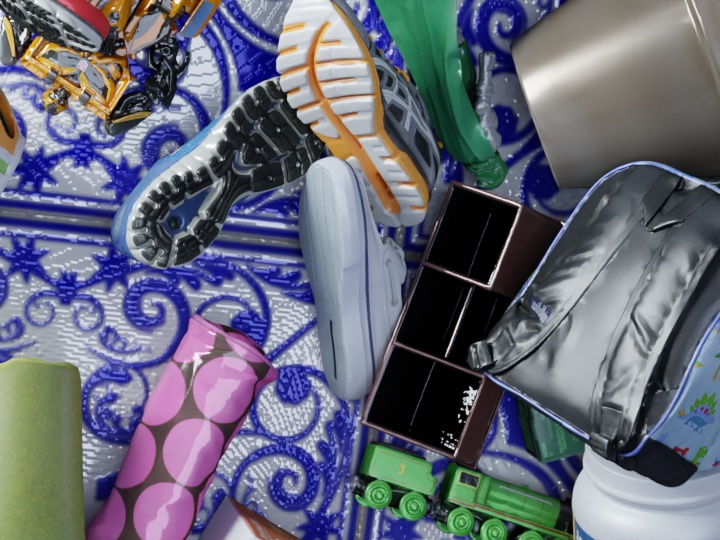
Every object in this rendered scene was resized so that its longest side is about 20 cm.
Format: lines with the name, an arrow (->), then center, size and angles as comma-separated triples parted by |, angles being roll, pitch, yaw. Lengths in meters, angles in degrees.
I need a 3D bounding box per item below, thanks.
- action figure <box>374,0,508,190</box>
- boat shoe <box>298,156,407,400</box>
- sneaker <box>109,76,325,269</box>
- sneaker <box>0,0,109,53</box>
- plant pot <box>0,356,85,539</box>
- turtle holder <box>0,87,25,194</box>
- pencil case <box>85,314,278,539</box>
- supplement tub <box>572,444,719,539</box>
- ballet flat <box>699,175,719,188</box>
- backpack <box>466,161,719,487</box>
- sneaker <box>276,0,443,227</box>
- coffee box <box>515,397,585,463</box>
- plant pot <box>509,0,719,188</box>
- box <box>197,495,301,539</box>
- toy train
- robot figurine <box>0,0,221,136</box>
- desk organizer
action figure -> 0.066, -0.150, 1.612 | 0.055, 0.118, 0.201 | -29, 112, -19
boat shoe -> 0.000, 0.000, 1.620 | 0.067, 0.074, 0.201 | -19, 126, -24
sneaker -> -0.109, -0.077, 1.586 | 0.200, 0.089, 0.079 | -39, 111, -26
sneaker -> -0.240, -0.235, 1.507 | 0.200, 0.077, 0.085 | 44, 80, 12
plant pot -> -0.273, 0.151, 1.538 | 0.199, 0.200, 0.185 | 6, 85, -13
turtle holder -> -0.318, -0.073, 1.506 | 0.131, 0.141, 0.186 | 29, 90, -16
pencil case -> -0.131, 0.136, 1.609 | 0.091, 0.094, 0.201 | 29, 92, 30
supplement tub -> 0.234, 0.217, 1.651 | 0.144, 0.145, 0.201 | -10, 115, -11
ballet flat -> 0.265, -0.046, 1.684 | 0.199, 0.057, 0.067 | -18, 101, -10
backpack -> 0.212, 0.034, 1.555 | 0.147, 0.183, 0.201 | 27, 94, -49
sneaker -> 0.003, -0.128, 1.589 | 0.077, 0.078, 0.200 | -58, 135, -39
coffee box -> 0.216, 0.067, 1.696 | 0.199, 0.044, 0.124 | -16, 101, -10
plant pot -> 0.209, -0.145, 1.604 | 0.173, 0.200, 0.201 | -19, 102, 7
box -> -0.035, 0.272, 1.628 | 0.200, 0.124, 0.098 | 32, 90, -16
toy train -> 0.087, 0.182, 1.688 | 0.199, 0.042, 0.057 | 19, 83, -15
robot figurine -> -0.172, -0.198, 1.562 | 0.145, 0.058, 0.200 | 33, 90, -12
desk organizer -> 0.077, 0.040, 1.625 | 0.077, 0.072, 0.201 | 21, 90, -59
